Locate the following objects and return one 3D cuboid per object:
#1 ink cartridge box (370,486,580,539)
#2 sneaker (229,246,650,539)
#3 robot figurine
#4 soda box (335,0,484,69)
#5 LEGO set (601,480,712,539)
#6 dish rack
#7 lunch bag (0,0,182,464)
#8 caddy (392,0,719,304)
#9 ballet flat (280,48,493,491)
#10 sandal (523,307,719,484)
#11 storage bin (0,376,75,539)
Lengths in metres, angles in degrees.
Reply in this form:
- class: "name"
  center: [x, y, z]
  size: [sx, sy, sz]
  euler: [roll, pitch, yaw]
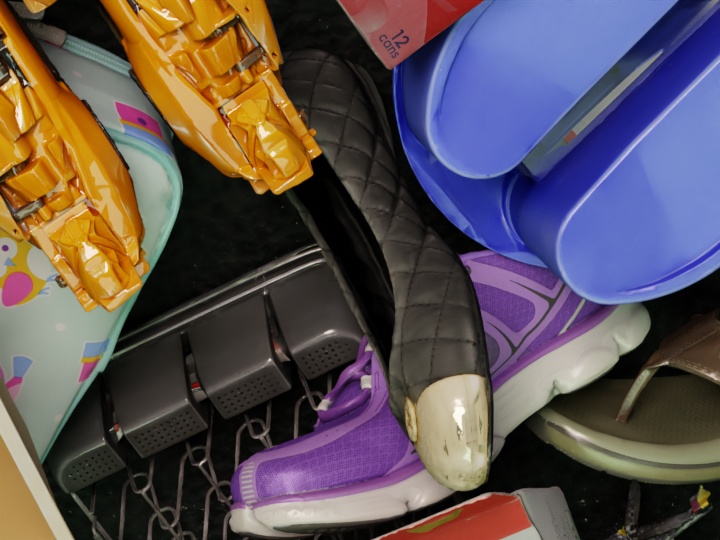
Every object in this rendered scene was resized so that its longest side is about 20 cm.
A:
- class: "ink cartridge box"
  center: [-0.002, 0.128, 0.899]
  size: [0.160, 0.200, 0.050]
  euler: [-23, 83, 8]
- class: "sneaker"
  center: [0.020, 0.034, 0.918]
  size: [0.080, 0.200, 0.084]
  euler: [-15, 107, 53]
- class: "robot figurine"
  center: [-0.102, -0.094, 0.790]
  size: [0.145, 0.058, 0.201]
  euler: [-35, 113, -3]
- class: "soda box"
  center: [-0.026, -0.163, 0.763]
  size: [0.063, 0.070, 0.200]
  euler: [-35, 124, 3]
- class: "LEGO set"
  center: [0.089, 0.189, 1.006]
  size: [0.153, 0.201, 0.116]
  euler: [-32, 121, 34]
- class: "dish rack"
  center: [-0.028, 0.098, 1.010]
  size: [0.153, 0.055, 0.200]
  euler: [-24, 127, 10]
- class: "lunch bag"
  center: [-0.164, -0.011, 0.898]
  size: [0.159, 0.077, 0.201]
  euler: [20, 120, -19]
- class: "caddy"
  center: [0.103, -0.083, 0.866]
  size: [0.141, 0.105, 0.200]
  euler: [43, 100, -14]
- class: "ballet flat"
  center: [0.000, 0.000, 0.856]
  size: [0.056, 0.201, 0.067]
  euler: [-8, 138, -19]
- class: "sandal"
  center: [0.158, 0.041, 0.988]
  size: [0.199, 0.080, 0.058]
  euler: [-8, 110, -13]
- class: "storage bin"
  center: [-0.214, 0.057, 0.796]
  size: [0.197, 0.094, 0.201]
  euler: [-24, 135, -5]
